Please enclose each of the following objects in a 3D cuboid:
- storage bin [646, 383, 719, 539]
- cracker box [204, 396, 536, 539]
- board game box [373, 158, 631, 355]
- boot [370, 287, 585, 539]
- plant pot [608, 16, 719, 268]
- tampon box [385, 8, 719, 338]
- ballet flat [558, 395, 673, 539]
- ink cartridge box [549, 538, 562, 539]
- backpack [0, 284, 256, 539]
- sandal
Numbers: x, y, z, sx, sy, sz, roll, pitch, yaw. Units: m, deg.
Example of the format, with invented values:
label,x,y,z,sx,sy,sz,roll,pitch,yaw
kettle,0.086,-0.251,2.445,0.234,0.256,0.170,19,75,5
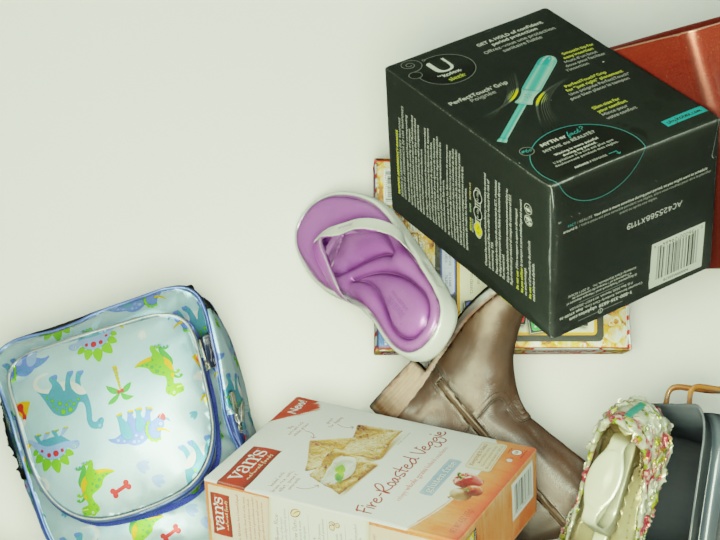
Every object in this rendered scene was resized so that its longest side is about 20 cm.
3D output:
label,x,y,z,sx,sy,sz,roll,pitch,yaw
storage bin,0.272,0.162,1.309,0.134,0.200,0.146,11,83,-11
cracker box,0.008,0.158,1.250,0.199,0.134,0.058,9,117,26
board game box,0.109,-0.010,1.391,0.199,0.046,0.152,1,83,-1
boot,0.136,0.111,1.318,0.200,0.064,0.186,45,102,4
plant pot,0.288,-0.102,1.320,0.199,0.200,0.177,-17,96,-22
tampon box,0.132,-0.074,1.258,0.149,0.127,0.200,-22,39,-23
ballet flat,0.168,0.185,1.254,0.075,0.064,0.201,13,95,29
ink cartridge box,0.106,0.307,1.209,0.083,0.147,0.201,-11,104,37
backpack,-0.170,0.127,1.323,0.182,0.147,0.201,-18,88,1
sandal,0.004,-0.007,1.329,0.203,0.050,0.083,39,102,47
